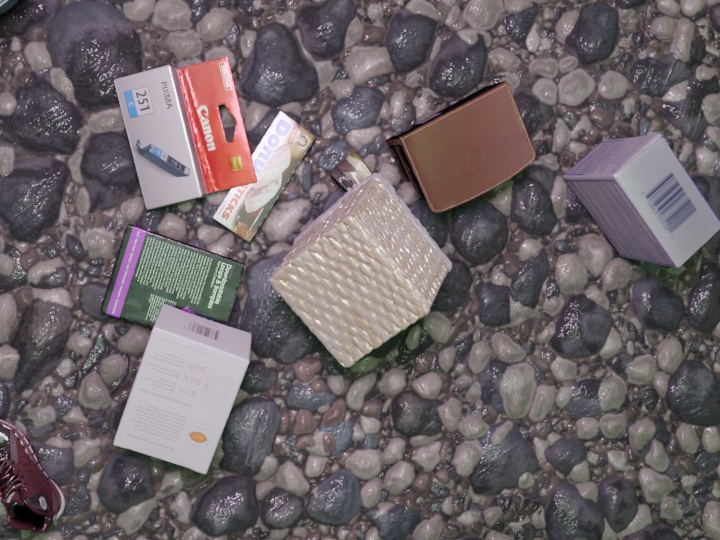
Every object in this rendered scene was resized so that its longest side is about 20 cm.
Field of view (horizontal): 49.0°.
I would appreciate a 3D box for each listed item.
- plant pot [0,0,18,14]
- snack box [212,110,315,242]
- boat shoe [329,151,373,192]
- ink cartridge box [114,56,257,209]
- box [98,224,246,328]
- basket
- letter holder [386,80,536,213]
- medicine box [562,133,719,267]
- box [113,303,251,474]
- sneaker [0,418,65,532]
[{"bbox_3d":[-0.552,-0.444,1.111,0.196,0.134,0.205,-1,96,-11],"label":"plant pot"},{"bbox_3d":[-0.154,-0.149,1.266,0.071,0.024,0.202,32,89,-10],"label":"snack box"},{"bbox_3d":[0.022,-0.093,1.285,0.065,0.072,0.203,-33,95,0],"label":"boat shoe"},{"bbox_3d":[-0.267,-0.213,1.216,0.173,0.045,0.204,-13,98,3],"label":"ink cartridge box"},{"bbox_3d":[-0.294,0.027,1.252,0.197,0.036,0.146,19,92,-10],"label":"box"},{"bbox_3d":[0.000,0.000,1.204,0.197,0.161,0.201,-36,100,28],"label":"basket"},{"bbox_3d":[0.165,-0.194,1.284,0.198,0.101,0.144,-28,101,-7],"label":"letter holder"},{"bbox_3d":[0.453,-0.115,1.291,0.103,0.200,0.183,-40,101,-2],"label":"medicine box"},{"bbox_3d":[-0.270,0.181,1.214,0.150,0.107,0.203,21,104,-12],"label":"box"},{"bbox_3d":[-0.526,0.313,1.193,0.075,0.115,0.201,-39,101,-5],"label":"sneaker"}]
